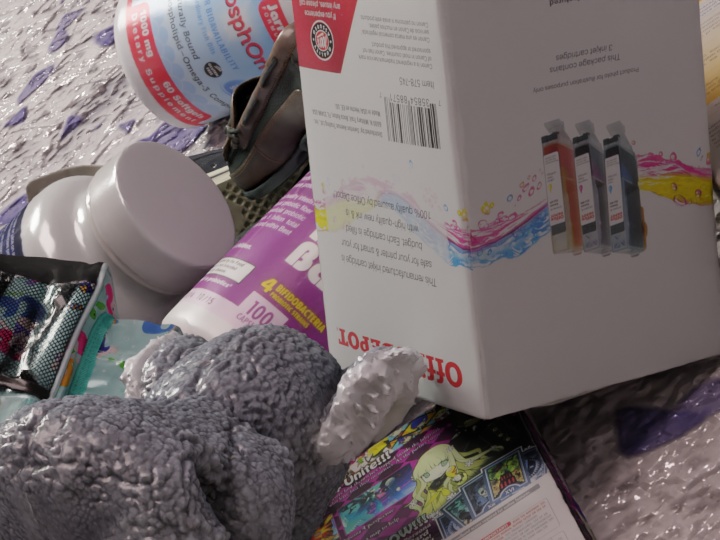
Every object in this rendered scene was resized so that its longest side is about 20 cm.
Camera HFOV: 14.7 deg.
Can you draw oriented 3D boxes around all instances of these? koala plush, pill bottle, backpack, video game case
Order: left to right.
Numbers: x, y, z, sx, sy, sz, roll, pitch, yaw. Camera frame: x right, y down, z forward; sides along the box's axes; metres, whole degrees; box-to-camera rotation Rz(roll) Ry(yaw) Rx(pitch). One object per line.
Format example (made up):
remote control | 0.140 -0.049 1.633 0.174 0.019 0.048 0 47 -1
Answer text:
backpack | -0.165 0.113 1.394 0.150 0.178 0.200 12 48 18
pill bottle | -0.161 0.018 1.540 0.200 0.111 0.111 -40 21 33
koala plush | -0.066 0.094 1.238 0.177 0.184 0.200 1 34 36
pill bottle | -0.053 -0.170 1.797 0.199 0.109 0.109 -19 31 32
pill bottle | 0.000 0.000 1.453 0.200 0.112 0.112 -46 28 -18
video game case | 0.010 0.148 1.286 0.200 0.036 0.181 -34 28 4

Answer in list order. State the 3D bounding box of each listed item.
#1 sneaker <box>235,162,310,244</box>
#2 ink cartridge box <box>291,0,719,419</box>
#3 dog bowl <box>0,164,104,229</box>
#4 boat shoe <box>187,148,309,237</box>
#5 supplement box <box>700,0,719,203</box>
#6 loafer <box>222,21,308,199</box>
sneaker | -0.037 -0.020 1.579 0.200 0.076 0.087 -48 23 -22
ink cartridge box | 0.069 -0.049 1.313 0.144 0.201 0.145 -12 15 -29
dog bowl | -0.213 0.021 1.734 0.200 0.059 0.200 -28 28 16
boat shoe | -0.109 -0.030 1.644 0.199 0.075 0.062 -18 14 -12
supplement box | 0.219 -0.082 1.369 0.126 0.074 0.200 -33 26 5
loafer | -0.039 -0.093 1.526 0.072 0.063 0.200 -48 6 -20
